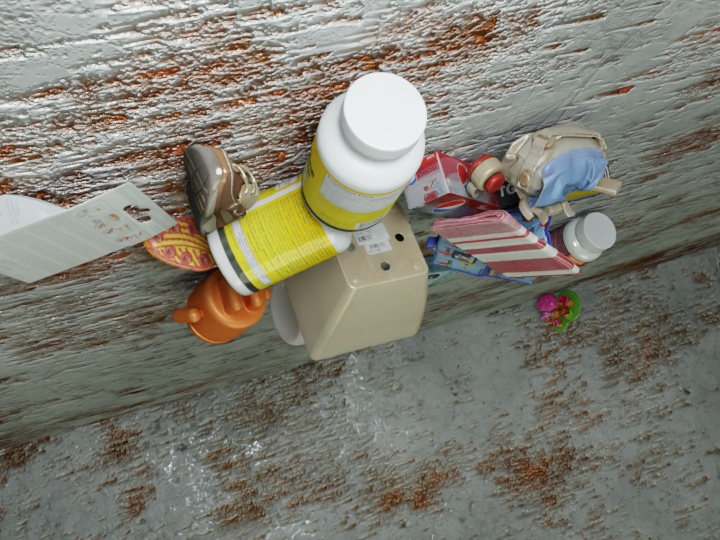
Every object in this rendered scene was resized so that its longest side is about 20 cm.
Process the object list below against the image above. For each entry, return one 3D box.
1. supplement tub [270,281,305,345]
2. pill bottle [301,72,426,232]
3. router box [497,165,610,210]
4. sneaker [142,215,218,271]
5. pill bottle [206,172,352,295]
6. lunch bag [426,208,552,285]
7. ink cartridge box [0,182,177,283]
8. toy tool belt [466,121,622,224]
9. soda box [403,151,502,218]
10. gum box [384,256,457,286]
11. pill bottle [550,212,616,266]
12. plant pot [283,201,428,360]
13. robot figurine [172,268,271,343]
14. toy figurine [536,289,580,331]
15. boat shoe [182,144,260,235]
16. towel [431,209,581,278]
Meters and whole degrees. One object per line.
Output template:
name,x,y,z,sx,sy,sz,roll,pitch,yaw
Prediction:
supplement tub,-0.063,0.062,1.410,0.199,0.146,0.145,-9,166,-34
pill bottle,0.003,-0.121,0.749,0.111,0.113,0.200,-13,167,-16
router box,0.288,-0.131,1.170,0.199,0.051,0.149,-14,172,41
sneaker,-0.213,-0.031,0.972,0.077,0.073,0.200,-8,172,40
pill bottle,-0.083,-0.056,0.901,0.199,0.113,0.112,-24,167,7
lunch bag,0.213,-0.047,1.216,0.199,0.095,0.151,4,161,1
ink cartridge box,-0.324,-0.053,0.790,0.199,0.047,0.160,-22,168,-1
toy tool belt,0.257,-0.125,0.974,0.199,0.123,0.125,-22,151,-25
soda box,0.137,-0.120,1.052,0.070,0.064,0.200,-21,168,29
gum box,0.124,0.014,1.691,0.199,0.045,0.170,-8,165,-39
pill bottle,0.520,-0.063,1.731,0.109,0.110,0.200,-12,167,-23
plant pot,0.000,0.000,1.136,0.199,0.201,0.177,-12,156,-23
robot figurine,-0.238,0.061,1.237,0.200,0.117,0.144,-34,-161,54
toy figurine,0.858,0.175,3.180,0.183,0.201,0.150,7,-161,-35
boat shoe,-0.150,-0.094,0.778,0.071,0.076,0.200,-17,178,-16
towel,0.224,-0.037,1.083,0.200,0.023,0.144,28,161,-36
